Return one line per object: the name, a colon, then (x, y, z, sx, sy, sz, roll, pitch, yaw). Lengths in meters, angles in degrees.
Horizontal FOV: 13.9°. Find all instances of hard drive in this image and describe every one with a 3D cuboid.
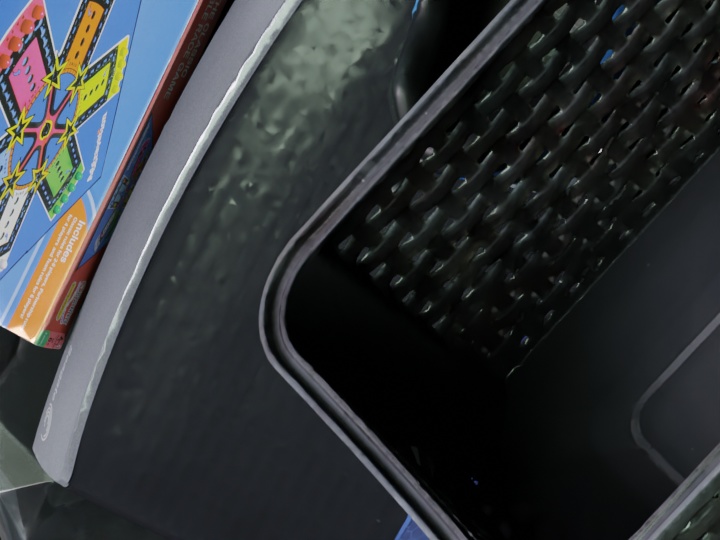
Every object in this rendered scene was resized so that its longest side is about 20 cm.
hard drive: (0.000, 0.000, 0.825, 0.135, 0.042, 0.200, 27, 107, -4)

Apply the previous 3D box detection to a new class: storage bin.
storage bin: (0.093, -0.009, 0.661, 0.200, 0.094, 0.135, -47, 46, 2)

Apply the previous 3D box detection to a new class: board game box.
board game box: (-0.089, -0.089, 0.861, 0.103, 0.019, 0.200, 27, 93, 21)

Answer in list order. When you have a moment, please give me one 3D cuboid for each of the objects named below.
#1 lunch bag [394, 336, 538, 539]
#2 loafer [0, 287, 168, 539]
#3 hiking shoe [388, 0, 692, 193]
lunch bag: (0.069, 0.127, 0.759, 0.132, 0.200, 0.136, 21, 151, 22)
loafer: (-0.093, 0.045, 0.907, 0.072, 0.073, 0.200, 138, 122, -72)
hiking shoe: (0.071, -0.103, 0.715, 0.074, 0.087, 0.200, 28, 107, 15)
